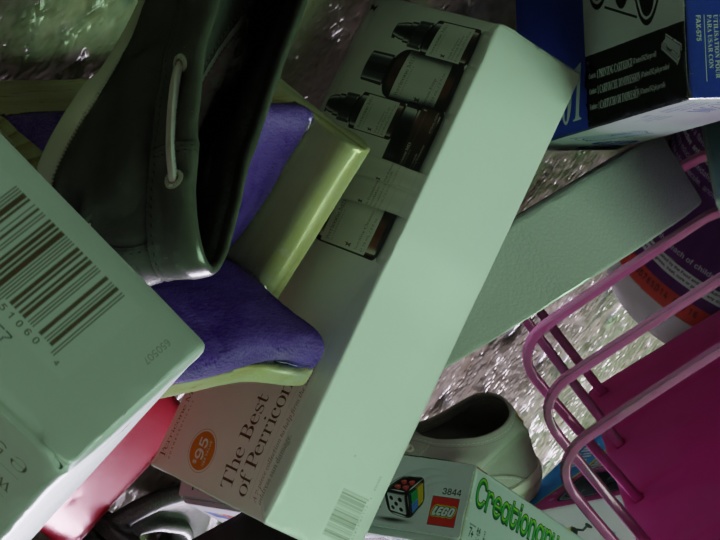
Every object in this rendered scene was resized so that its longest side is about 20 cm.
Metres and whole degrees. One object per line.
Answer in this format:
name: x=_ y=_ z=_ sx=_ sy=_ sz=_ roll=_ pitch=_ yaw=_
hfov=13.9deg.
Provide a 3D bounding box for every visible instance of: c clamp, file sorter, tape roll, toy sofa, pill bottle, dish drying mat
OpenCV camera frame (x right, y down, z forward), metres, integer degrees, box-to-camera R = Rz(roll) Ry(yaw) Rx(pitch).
c clamp: x=-0.135 y=0.165 z=1.246 sx=0.200 sy=0.027 sz=0.171 roll=-50 pitch=158 yaw=0
file sorter: x=0.152 y=0.039 z=1.323 sx=0.139 sy=0.200 sz=0.125 roll=-33 pitch=118 yaw=11
tape roll: x=0.048 y=0.009 z=1.225 sx=0.203 sy=0.037 sz=0.203 roll=-32 pitch=180 yaw=0
toy sofa: x=-0.075 y=-0.014 z=0.985 sx=0.200 sy=0.098 sz=0.083 roll=-8 pitch=133 yaw=-59
pill bottle: x=0.210 y=-0.054 z=1.458 sx=0.112 sy=0.112 sz=0.200 roll=-16 pitch=140 yaw=-55
dish drying mat: x=-0.120 y=0.053 z=1.112 sx=0.077 sy=0.018 sz=0.200 roll=-48 pitch=159 yaw=-4

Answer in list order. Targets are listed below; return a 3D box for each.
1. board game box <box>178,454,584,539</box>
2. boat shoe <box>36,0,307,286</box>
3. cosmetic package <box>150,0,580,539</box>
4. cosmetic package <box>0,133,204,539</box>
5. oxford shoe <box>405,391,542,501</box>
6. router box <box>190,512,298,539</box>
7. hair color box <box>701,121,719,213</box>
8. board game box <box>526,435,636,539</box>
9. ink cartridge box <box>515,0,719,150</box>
board game box: x=0.025 y=0.113 z=1.239 sx=0.200 sy=0.126 sz=0.035 roll=38 pitch=62 yaw=-60
boat shoe: x=-0.037 y=-0.081 z=0.912 sx=0.067 sy=0.057 sz=0.200 roll=53 pitch=52 yaw=-52
cosmetic package: x=0.000 y=0.000 z=1.103 sx=0.051 sy=0.083 sz=0.200 roll=28 pitch=85 yaw=-36
cosmetic package: x=-0.139 y=0.050 z=0.873 sx=0.074 sy=0.102 sz=0.200 roll=-42 pitch=176 yaw=-43
oxford shoe: x=0.005 y=0.108 z=1.395 sx=0.200 sy=0.075 sz=0.058 roll=-24 pitch=111 yaw=-37
router box: x=-0.071 y=0.191 z=1.174 sx=0.200 sy=0.051 sz=0.149 roll=-30 pitch=123 yaw=11
hair color box: x=0.177 y=-0.047 z=1.203 sx=0.061 sy=0.200 sz=0.099 roll=-18 pitch=119 yaw=12
board game box: x=0.191 y=0.101 z=1.438 sx=0.200 sy=0.064 sz=0.148 roll=-16 pitch=-169 yaw=33
ink cartridge box: x=0.105 y=-0.099 z=1.090 sx=0.044 sy=0.094 sz=0.200 roll=-1 pitch=178 yaw=-13
